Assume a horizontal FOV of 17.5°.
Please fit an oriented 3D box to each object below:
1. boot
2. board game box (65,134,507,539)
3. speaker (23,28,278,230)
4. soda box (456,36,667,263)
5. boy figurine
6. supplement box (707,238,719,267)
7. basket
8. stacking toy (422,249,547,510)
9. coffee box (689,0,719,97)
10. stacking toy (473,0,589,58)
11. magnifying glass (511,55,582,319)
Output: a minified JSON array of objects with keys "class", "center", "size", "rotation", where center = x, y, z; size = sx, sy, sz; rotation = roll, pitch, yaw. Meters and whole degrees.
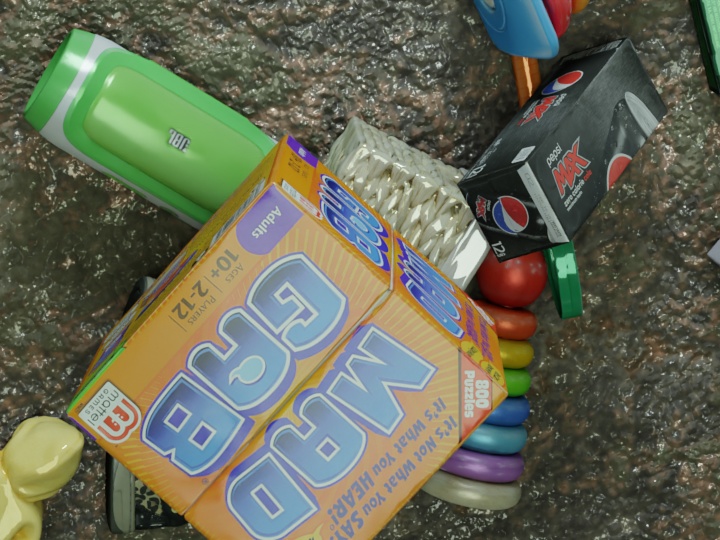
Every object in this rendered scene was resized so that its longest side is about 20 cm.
[{"class":"boot","center":[-0.109,0.105,1.751],"size":[0.153,0.074,0.205],"rotation":[4,110,-10]},{"class":"board game box","center":[-0.045,0.062,1.548],"size":[0.200,0.200,0.200],"rotation":[41,100,-8]},{"class":"speaker","center":[-0.139,-0.092,1.688],"size":[0.199,0.088,0.089],"rotation":[31,99,-13]},{"class":"soda box","center":[0.146,-0.088,1.666],"size":[0.063,0.200,0.071],"rotation":[-17,111,38]},{"class":"boy figurine","center":[-0.291,0.177,1.752],"size":[0.200,0.064,0.124],"rotation":[-43,105,5]},{"class":"supplement box","center":[0.363,0.040,1.769],"size":[0.200,0.109,0.061],"rotation":[39,97,-13]},{"class":"basket","center":[0.000,0.000,1.705],"size":[0.123,0.136,0.200],"rotation":[32,99,-9]},{"class":"stacking toy","center":[0.101,0.074,1.766],"size":[0.085,0.085,0.201],"rotation":[12,99,-10]},{"class":"coffee box","center":[0.343,-0.212,1.734],"size":[0.199,0.044,0.124],"rotation":[-18,106,-1]},{"class":"stacking toy","center":[0.172,-0.245,1.686],"size":[0.199,0.116,0.110],"rotation":[-29,109,-10]},{"class":"magnifying glass","center":[0.139,-0.063,1.740],"size":[0.022,0.080,0.201],"rotation":[-12,95,0]}]
